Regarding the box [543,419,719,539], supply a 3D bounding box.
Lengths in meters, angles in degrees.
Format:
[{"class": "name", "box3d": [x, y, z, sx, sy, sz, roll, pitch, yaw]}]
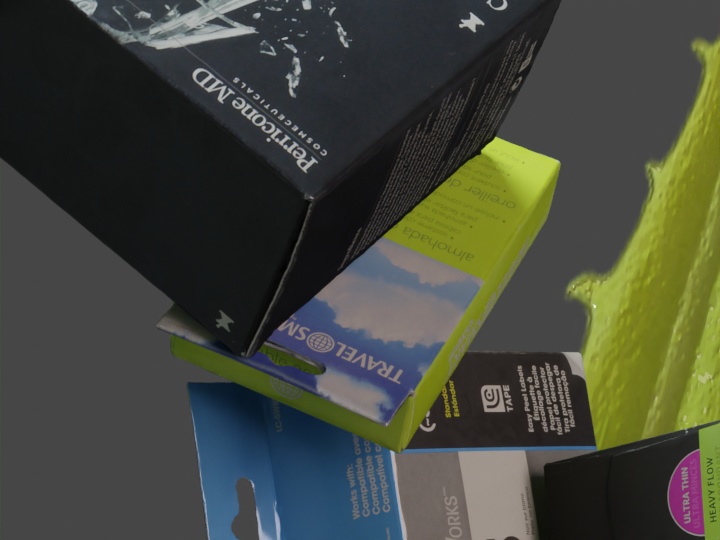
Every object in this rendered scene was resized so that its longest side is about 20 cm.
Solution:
[{"class": "box", "box3d": [0.198, 0.163, 1.378, 0.200, 0.124, 0.149, 17, 63, -46]}]

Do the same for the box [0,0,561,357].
[{"class": "box", "box3d": [-0.052, -0.103, 1.294, 0.200, 0.124, 0.197, 39, 51, 12]}]

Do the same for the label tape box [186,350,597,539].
[{"class": "label tape box", "box3d": [0.025, 0.114, 1.366, 0.200, 0.063, 0.145, 2, 73, -39]}]

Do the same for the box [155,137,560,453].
[{"class": "box", "box3d": [0.000, 0.000, 1.342, 0.122, 0.048, 0.200, 22, 46, 13]}]
